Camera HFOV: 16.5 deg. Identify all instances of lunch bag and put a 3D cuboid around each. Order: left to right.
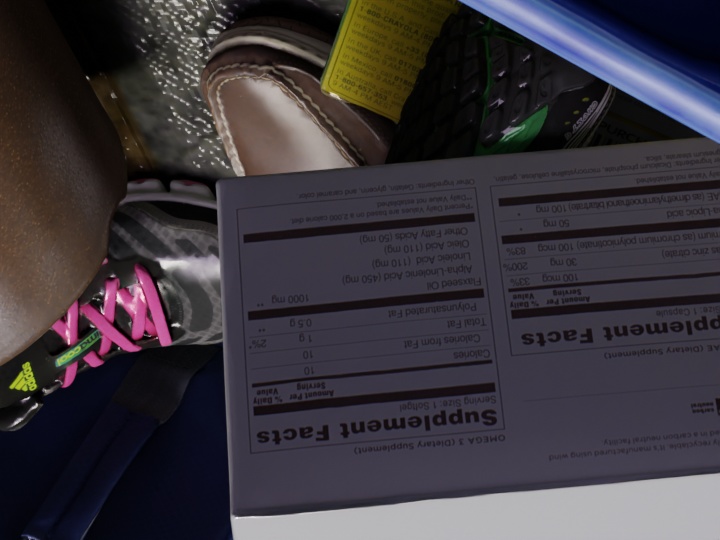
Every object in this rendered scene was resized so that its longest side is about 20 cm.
[{"bbox_3d":[-0.106,0.118,1.008,0.136,0.200,0.132,16,140,20],"label":"lunch bag"}]

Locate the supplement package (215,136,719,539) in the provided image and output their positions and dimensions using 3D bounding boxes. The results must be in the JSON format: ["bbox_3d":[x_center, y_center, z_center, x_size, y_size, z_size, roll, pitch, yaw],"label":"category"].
[{"bbox_3d":[0.042,0.066,0.753,0.156,0.111,0.200,-5,146,0],"label":"supplement package"}]

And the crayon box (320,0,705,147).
[{"bbox_3d":[0.073,-0.108,0.762,0.127,0.051,0.200,24,143,0],"label":"crayon box"}]

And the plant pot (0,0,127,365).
[{"bbox_3d":[-0.187,-0.069,0.851,0.200,0.200,0.198,1,145,28],"label":"plant pot"}]

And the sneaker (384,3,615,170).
[{"bbox_3d":[0.046,-0.020,0.792,0.085,0.078,0.200,18,152,-4],"label":"sneaker"}]

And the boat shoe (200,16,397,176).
[{"bbox_3d":[0.005,-0.001,0.907,0.075,0.075,0.202,-12,130,38],"label":"boat shoe"}]

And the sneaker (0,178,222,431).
[{"bbox_3d":[-0.119,0.020,0.970,0.200,0.088,0.074,-3,133,9],"label":"sneaker"}]

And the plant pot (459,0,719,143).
[{"bbox_3d":[0.086,-0.176,0.567,0.200,0.180,0.200,29,143,-6],"label":"plant pot"}]
